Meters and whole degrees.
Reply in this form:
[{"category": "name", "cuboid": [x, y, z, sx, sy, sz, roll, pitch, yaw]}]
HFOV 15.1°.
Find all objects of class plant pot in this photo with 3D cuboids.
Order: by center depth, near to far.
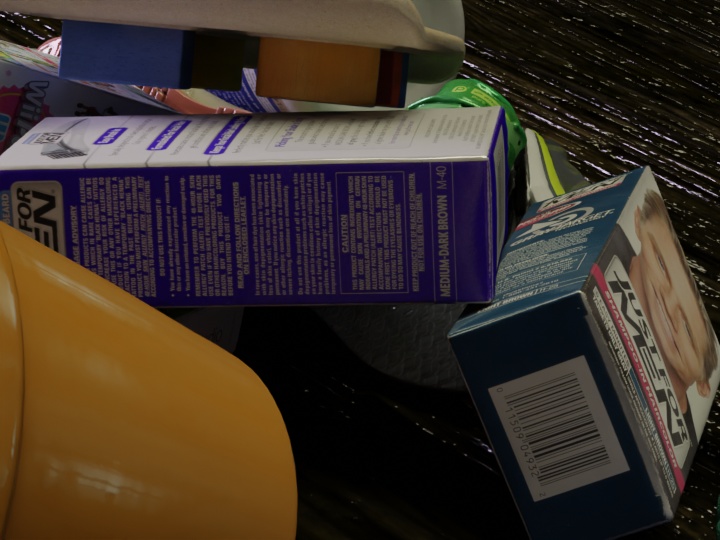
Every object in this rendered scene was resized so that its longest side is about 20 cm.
[{"category": "plant pot", "cuboid": [-0.126, 0.066, 0.802, 0.183, 0.201, 0.200, 17, 11, -40]}]

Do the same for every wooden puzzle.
[{"category": "wooden puzzle", "cuboid": [-0.054, -0.096, 1.186, 0.184, 0.047, 0.200, 6, -1, 8]}]

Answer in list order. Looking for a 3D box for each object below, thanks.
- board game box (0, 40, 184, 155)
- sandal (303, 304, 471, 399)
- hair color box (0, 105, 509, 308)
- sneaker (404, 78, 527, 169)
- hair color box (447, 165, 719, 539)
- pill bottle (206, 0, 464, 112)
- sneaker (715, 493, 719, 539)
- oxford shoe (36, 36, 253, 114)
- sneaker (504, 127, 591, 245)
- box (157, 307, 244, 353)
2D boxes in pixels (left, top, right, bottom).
[{"category": "board game box", "cuboid": [-0.188, -0.078, 1.242, 0.199, 0.065, 0.147, 15, 7, -23]}, {"category": "sandal", "cuboid": [0.000, -0.001, 1.228, 0.200, 0.076, 0.043, 27, -2, 36]}, {"category": "hair color box", "cuboid": [-0.042, -0.026, 1.095, 0.198, 0.065, 0.109, 1, 14, 6]}, {"category": "sneaker", "cuboid": [0.033, -0.058, 1.297, 0.074, 0.084, 0.200, 32, 1, 5]}, {"category": "hair color box", "cuboid": [0.098, 0.032, 1.120, 0.060, 0.101, 0.200, -19, 11, 18]}, {"category": "pill bottle", "cuboid": [-0.041, -0.126, 1.429, 0.115, 0.117, 0.200, 0, 4, -30]}, {"category": "sneaker", "cuboid": [0.200, 0.082, 1.114, 0.087, 0.075, 0.200, 33, 28, -8]}, {"category": "oxford shoe", "cuboid": [-0.091, -0.062, 1.371, 0.199, 0.071, 0.074, 28, 3, 33]}, {"category": "sneaker", "cuboid": [0.109, -0.007, 1.326, 0.080, 0.074, 0.200, 17, 23, -16]}, {"category": "box", "cuboid": [-0.168, 0.006, 1.155, 0.199, 0.037, 0.144, 19, 20, 24]}]
